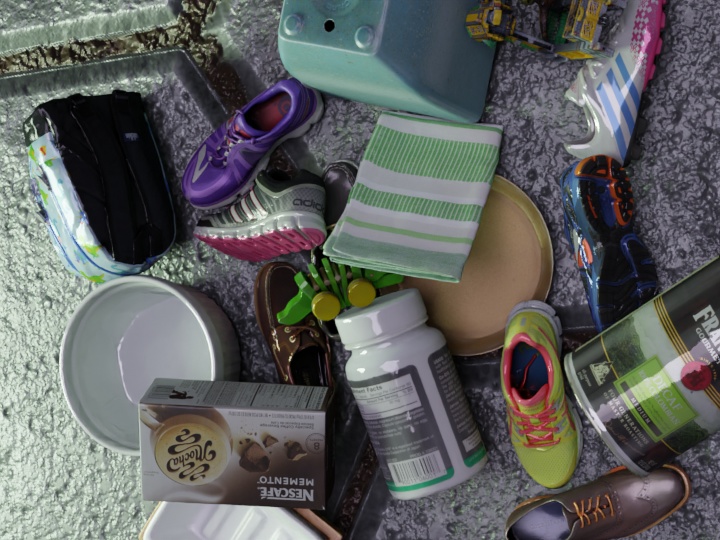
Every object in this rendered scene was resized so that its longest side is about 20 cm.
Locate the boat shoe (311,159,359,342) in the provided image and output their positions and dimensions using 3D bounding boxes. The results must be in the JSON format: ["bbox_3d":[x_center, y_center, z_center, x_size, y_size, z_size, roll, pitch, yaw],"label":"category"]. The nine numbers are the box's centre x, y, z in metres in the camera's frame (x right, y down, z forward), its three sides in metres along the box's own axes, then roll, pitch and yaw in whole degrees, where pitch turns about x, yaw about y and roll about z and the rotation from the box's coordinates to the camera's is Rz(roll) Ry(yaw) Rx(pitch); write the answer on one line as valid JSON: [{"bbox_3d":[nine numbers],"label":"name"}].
[{"bbox_3d":[-0.019,-0.023,1.632,0.071,0.061,0.202,-5,89,21],"label":"boat shoe"}]

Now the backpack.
[{"bbox_3d":[-0.291,-0.086,1.690,0.154,0.163,0.201,-41,76,38],"label":"backpack"}]

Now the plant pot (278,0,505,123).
[{"bbox_3d":[0.020,-0.273,1.530,0.195,0.200,0.197,14,95,25],"label":"plant pot"}]

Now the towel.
[{"bbox_3d":[0.059,-0.083,1.564,0.152,0.023,0.201,9,57,19],"label":"towel"}]

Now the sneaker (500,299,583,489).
[{"bbox_3d":[0.178,0.138,1.535,0.078,0.090,0.201,-9,103,17],"label":"sneaker"}]

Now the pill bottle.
[{"bbox_3d":[0.051,0.128,1.564,0.113,0.113,0.201,-18,96,20],"label":"pill bottle"}]

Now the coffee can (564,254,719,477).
[{"bbox_3d":[0.323,0.090,1.462,0.200,0.146,0.147,-36,79,18],"label":"coffee can"}]

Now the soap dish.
[{"bbox_3d":[-0.131,0.296,1.669,0.200,0.081,0.158,36,103,17],"label":"soap dish"}]

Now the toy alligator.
[{"bbox_3d":[0.000,0.000,1.565,0.199,0.059,0.054,-21,120,-2],"label":"toy alligator"}]

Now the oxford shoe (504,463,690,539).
[{"bbox_3d":[0.243,0.251,1.532,0.199,0.073,0.072,-23,83,19],"label":"oxford shoe"}]

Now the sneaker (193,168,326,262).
[{"bbox_3d":[-0.106,-0.066,1.646,0.199,0.074,0.088,-8,62,46],"label":"sneaker"}]

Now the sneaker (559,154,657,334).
[{"bbox_3d":[0.251,-0.023,1.532,0.075,0.078,0.201,-13,101,-16],"label":"sneaker"}]

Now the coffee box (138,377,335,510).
[{"bbox_3d":[-0.128,0.183,1.574,0.199,0.080,0.114,3,106,5],"label":"coffee box"}]

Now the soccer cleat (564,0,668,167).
[{"bbox_3d":[0.258,-0.204,1.514,0.086,0.070,0.201,10,97,2],"label":"soccer cleat"}]

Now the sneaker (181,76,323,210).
[{"bbox_3d":[-0.134,-0.150,1.661,0.200,0.083,0.081,-43,76,17],"label":"sneaker"}]

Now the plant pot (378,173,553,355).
[{"bbox_3d":[0.113,-0.010,1.601,0.199,0.027,0.201,1,92,21],"label":"plant pot"}]

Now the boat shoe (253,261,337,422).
[{"bbox_3d":[-0.064,0.085,1.638,0.070,0.070,0.201,-16,90,-20],"label":"boat shoe"}]

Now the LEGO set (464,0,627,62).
[{"bbox_3d":[0.202,-0.298,1.483,0.153,0.116,0.201,26,84,-26],"label":"LEGO set"}]

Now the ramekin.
[{"bbox_3d":[-0.231,0.104,1.691,0.199,0.105,0.201,1,92,20],"label":"ramekin"}]
